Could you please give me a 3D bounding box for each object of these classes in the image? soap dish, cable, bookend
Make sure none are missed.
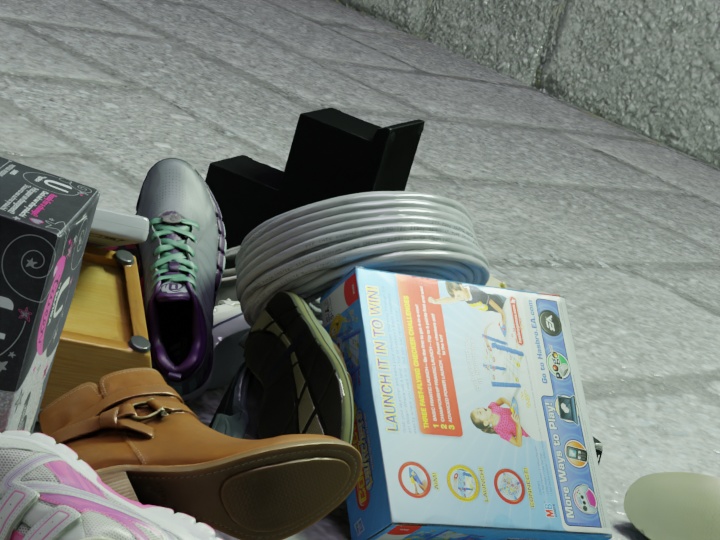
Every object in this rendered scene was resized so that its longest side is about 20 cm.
[{"bbox_3d":[-0.250,0.037,1.296,0.200,0.081,0.157,12,32,-21],"label":"soap dish"},{"bbox_3d":[0.000,0.000,1.382,0.199,0.069,0.200,-6,-20,-10],"label":"cable"},{"bbox_3d":[-0.065,-0.087,1.774,0.200,0.199,0.092,22,18,19],"label":"bookend"}]

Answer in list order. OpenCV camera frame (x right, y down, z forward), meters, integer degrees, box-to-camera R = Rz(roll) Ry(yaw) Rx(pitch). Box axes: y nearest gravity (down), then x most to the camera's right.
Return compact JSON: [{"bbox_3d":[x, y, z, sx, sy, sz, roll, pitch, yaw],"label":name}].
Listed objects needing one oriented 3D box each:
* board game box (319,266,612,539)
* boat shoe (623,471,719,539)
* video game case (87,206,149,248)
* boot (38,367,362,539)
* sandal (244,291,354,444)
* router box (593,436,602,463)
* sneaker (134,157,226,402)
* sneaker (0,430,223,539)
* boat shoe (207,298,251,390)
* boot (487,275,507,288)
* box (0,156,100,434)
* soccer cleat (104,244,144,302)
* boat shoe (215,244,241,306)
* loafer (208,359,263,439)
[{"bbox_3d":[0.077,0.108,1.294,0.195,0.056,0.200,8,60,-30],"label":"board game box"},{"bbox_3d":[0.309,0.214,1.392,0.201,0.074,0.063,12,-23,20],"label":"boat shoe"},{"bbox_3d":[-0.282,-0.047,1.327,0.200,0.022,0.182,12,-7,-24],"label":"video game case"},{"bbox_3d":[-0.112,0.114,1.152,0.199,0.074,0.155,-10,32,-17],"label":"boot"},{"bbox_3d":[-0.033,0.083,1.241,0.057,0.080,0.201,36,18,-28],"label":"sandal"},{"bbox_3d":[0.080,0.125,1.444,0.150,0.062,0.200,5,19,-34],"label":"router box"},{"bbox_3d":[-0.140,0.000,1.376,0.074,0.201,0.088,-4,-14,-7],"label":"sneaker"},{"bbox_3d":[-0.177,0.156,1.017,0.200,0.082,0.088,20,14,12],"label":"sneaker"},{"bbox_3d":[-0.105,0.050,1.506,0.070,0.071,0.200,27,24,23],"label":"boat shoe"},{"bbox_3d":[0.132,0.054,1.748,0.200,0.072,0.155,21,13,16],"label":"boot"},{"bbox_3d":[-0.255,0.036,1.126,0.114,0.200,0.132,17,16,-2],"label":"box"},{"bbox_3d":[-0.210,0.005,1.481,0.199,0.070,0.086,9,-15,18],"label":"soccer cleat"},{"bbox_3d":[-0.070,-0.014,1.589,0.200,0.057,0.067,-25,25,-10],"label":"boat shoe"},{"bbox_3d":[-0.076,0.125,1.280,0.072,0.073,0.200,25,24,-3],"label":"loafer"}]
